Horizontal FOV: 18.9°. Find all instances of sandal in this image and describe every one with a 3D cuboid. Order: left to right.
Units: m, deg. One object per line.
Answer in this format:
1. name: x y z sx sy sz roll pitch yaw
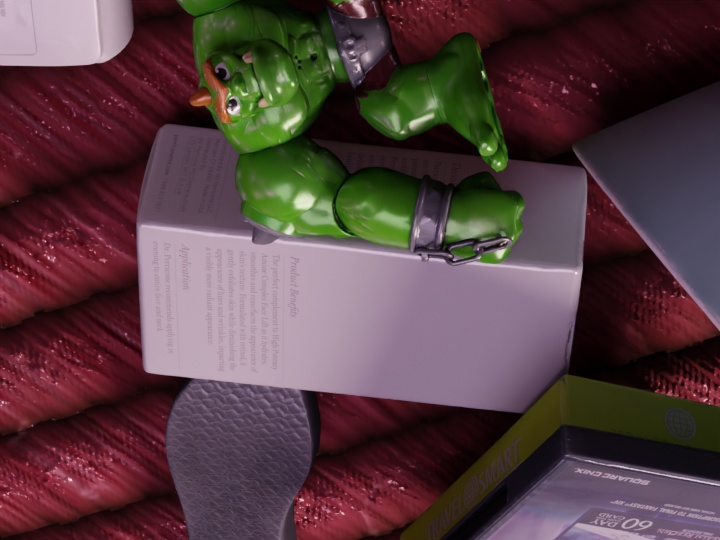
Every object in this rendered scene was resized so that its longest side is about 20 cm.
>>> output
1. sandal: -0.059 0.104 1.100 0.075 0.043 0.201 14 135 6

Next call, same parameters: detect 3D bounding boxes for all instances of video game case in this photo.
1. video game case: 0.109 0.131 0.990 0.142 0.019 0.200 12 146 -20

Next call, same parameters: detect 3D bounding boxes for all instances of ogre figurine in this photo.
1. ogre figurine: -0.011 -0.090 0.907 0.119 0.098 0.201 -17 118 9

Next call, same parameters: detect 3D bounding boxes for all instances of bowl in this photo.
1. bowl: 0.191 -0.010 0.909 0.105 0.201 0.201 -41 113 7

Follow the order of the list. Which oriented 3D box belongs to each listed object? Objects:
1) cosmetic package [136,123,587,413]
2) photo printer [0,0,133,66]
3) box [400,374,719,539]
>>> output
1. cosmetic package: 0.000 0.000 0.988 0.198 0.074 0.102 6 136 2
2. photo printer: -0.181 -0.185 0.890 0.165 0.070 0.201 2 124 5
3. box: 0.112 0.112 1.021 0.121 0.048 0.200 12 146 -21
